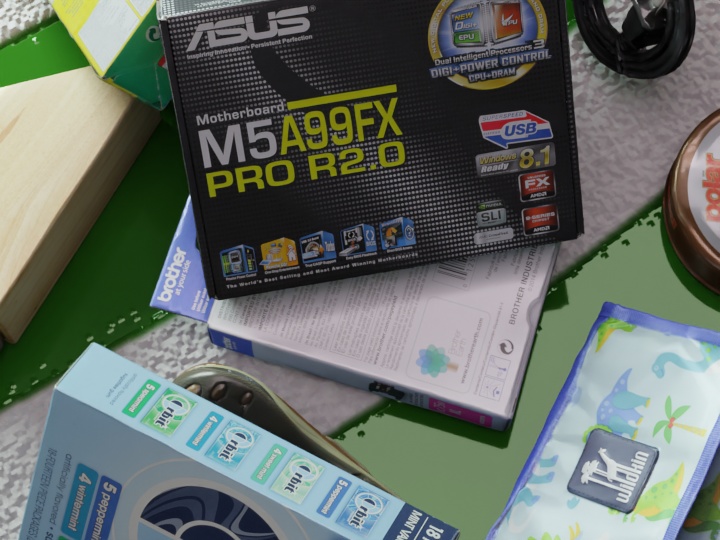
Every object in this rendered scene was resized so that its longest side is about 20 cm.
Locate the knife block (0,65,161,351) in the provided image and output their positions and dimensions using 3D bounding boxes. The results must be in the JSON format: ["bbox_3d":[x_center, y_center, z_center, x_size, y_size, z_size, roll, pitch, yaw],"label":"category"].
[{"bbox_3d":[-0.190,-0.004,1.188,0.199,0.064,0.177,-14,74,-3],"label":"knife block"}]

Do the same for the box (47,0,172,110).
[{"bbox_3d":[-0.122,-0.183,1.190,0.118,0.048,0.200,-52,41,13],"label":"box"}]

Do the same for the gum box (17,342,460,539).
[{"bbox_3d":[-0.069,0.150,1.088,0.199,0.171,0.045,26,38,8],"label":"gum box"}]

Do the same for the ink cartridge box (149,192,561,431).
[{"bbox_3d":[0.000,0.000,1.193,0.199,0.042,0.120,17,73,4],"label":"ink cartridge box"}]

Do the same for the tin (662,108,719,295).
[{"bbox_3d":[0.263,-0.037,1.198,0.199,0.042,0.113,2,69,3],"label":"tin"}]

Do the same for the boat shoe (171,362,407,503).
[{"bbox_3d":[-0.021,0.120,1.137,0.076,0.074,0.200,-42,98,2],"label":"boat shoe"}]

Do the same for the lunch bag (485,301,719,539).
[{"bbox_3d":[0.175,0.126,1.111,0.199,0.127,0.171,24,80,19],"label":"lunch bag"}]

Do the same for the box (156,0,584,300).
[{"bbox_3d":[0.007,-0.078,1.122,0.199,0.161,0.044,-9,30,-3],"label":"box"}]

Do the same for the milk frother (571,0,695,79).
[{"bbox_3d":[0.056,-0.177,1.166,0.187,0.181,0.201,-25,61,-9],"label":"milk frother"}]
